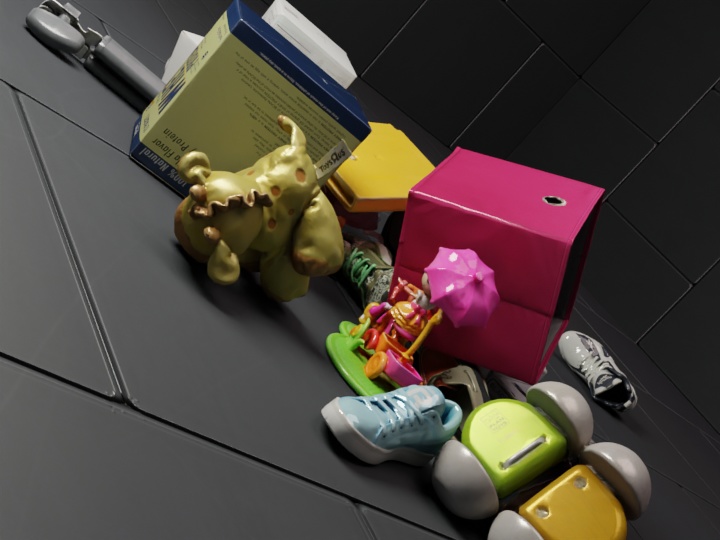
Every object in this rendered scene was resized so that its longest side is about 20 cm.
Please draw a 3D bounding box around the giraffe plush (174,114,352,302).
[{"bbox_3d":[-0.116,-0.053,1.152,0.162,0.200,0.173,-20,63,-43],"label":"giraffe plush"}]

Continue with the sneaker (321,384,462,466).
[{"bbox_3d":[0.036,0.137,1.099,0.074,0.082,0.200,48,13,26],"label":"sneaker"}]

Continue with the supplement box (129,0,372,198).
[{"bbox_3d":[-0.131,-0.170,1.332,0.200,0.200,0.134,37,13,-21],"label":"supplement box"}]

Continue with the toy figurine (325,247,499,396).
[{"bbox_3d":[0.073,0.051,1.266,0.150,0.184,0.200,38,13,-20],"label":"toy figurine"}]

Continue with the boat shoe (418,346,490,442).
[{"bbox_3d":[0.112,0.151,1.330,0.062,0.071,0.200,28,23,-39],"label":"boat shoe"}]

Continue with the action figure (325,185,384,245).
[{"bbox_3d":[-0.068,-0.107,1.604,0.200,0.134,0.150,32,43,-51],"label":"action figure"}]

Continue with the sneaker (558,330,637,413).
[{"bbox_3d":[0.467,0.199,2.222,0.200,0.079,0.130,55,5,7],"label":"sneaker"}]

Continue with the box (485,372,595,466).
[{"bbox_3d":[0.229,0.207,1.514,0.117,0.060,0.200,49,14,27],"label":"box"}]

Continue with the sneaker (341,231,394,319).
[{"bbox_3d":[0.000,0.000,1.490,0.088,0.077,0.200,33,7,-20],"label":"sneaker"}]

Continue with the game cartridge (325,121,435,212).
[{"bbox_3d":[0.018,-0.143,1.547,0.199,0.033,0.176,-2,43,-43],"label":"game cartridge"}]

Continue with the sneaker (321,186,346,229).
[{"bbox_3d":[-0.096,-0.109,1.512,0.200,0.085,0.073,44,14,13],"label":"sneaker"}]

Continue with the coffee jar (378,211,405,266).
[{"bbox_3d":[0.078,-0.051,1.669,0.085,0.105,0.200,18,-7,-2],"label":"coffee jar"}]

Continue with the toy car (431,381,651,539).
[{"bbox_3d":[0.177,0.225,1.134,0.200,0.175,0.150,49,-21,28],"label":"toy car"}]

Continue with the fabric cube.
[{"bbox_3d":[0.164,-0.013,1.384,0.199,0.201,0.196,19,28,17],"label":"fabric cube"}]

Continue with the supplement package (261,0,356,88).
[{"bbox_3d":[-0.129,-0.279,1.706,0.147,0.200,0.191,38,13,-17],"label":"supplement package"}]

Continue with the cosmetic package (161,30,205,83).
[{"bbox_3d":[-0.181,-0.222,1.492,0.085,0.108,0.200,9,27,-42],"label":"cosmetic package"}]

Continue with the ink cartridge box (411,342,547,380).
[{"bbox_3d":[0.149,0.093,1.587,0.200,0.084,0.146,32,16,-38],"label":"ink cartridge box"}]

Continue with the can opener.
[{"bbox_3d":[-0.326,-0.255,1.407,0.200,0.053,0.067,40,45,-15],"label":"can opener"}]
